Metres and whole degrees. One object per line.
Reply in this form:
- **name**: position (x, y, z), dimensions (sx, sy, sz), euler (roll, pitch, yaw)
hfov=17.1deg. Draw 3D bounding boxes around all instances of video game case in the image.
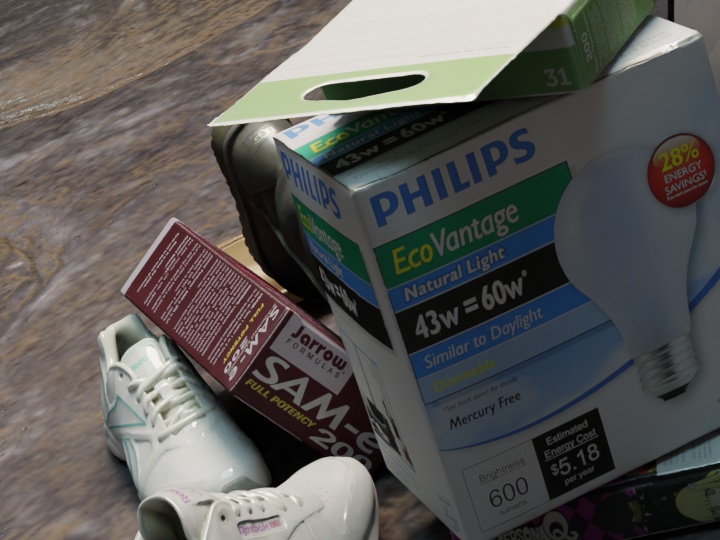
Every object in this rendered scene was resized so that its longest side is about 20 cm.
- **video game case**: position (0.141, 0.080, 1.278), dimensions (0.180, 0.036, 0.200), euler (-13, 23, 11)

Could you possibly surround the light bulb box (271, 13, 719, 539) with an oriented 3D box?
- **light bulb box**: position (0.088, -0.005, 1.202), dimensions (0.197, 0.201, 0.125), euler (-25, 23, -13)

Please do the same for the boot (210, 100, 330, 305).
- **boot**: position (-0.001, 0.002, 1.385), dimensions (0.073, 0.182, 0.200), euler (-44, 48, -7)

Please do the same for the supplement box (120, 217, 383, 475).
- **supplement box**: position (-0.056, 0.043, 1.399), dimensions (0.061, 0.109, 0.200), euler (-55, 28, -1)

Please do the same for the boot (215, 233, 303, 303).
- **boot**: position (-0.039, -0.028, 1.619), dimensions (0.199, 0.066, 0.175), euler (-26, 15, -7)

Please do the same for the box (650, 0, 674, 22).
- **box**: position (0.107, -0.104, 1.339), dimensions (0.049, 0.201, 0.161), euler (-20, 29, -32)

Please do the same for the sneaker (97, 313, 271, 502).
- **sneaker**: position (-0.114, 0.087, 1.395), dimensions (0.070, 0.081, 0.200), euler (-24, 25, -18)

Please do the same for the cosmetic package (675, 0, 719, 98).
- **cosmetic package**: position (0.171, -0.171, 1.459), dimensions (0.200, 0.200, 0.123), euler (-34, 27, -35)

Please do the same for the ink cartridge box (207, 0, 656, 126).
- **ink cartridge box**: position (0.038, -0.099, 1.133), dimensions (0.145, 0.048, 0.200), euler (-4, 28, 31)

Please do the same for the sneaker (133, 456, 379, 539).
- **sneaker**: position (-0.058, 0.139, 1.209), dimensions (0.075, 0.100, 0.200), euler (-2, 26, 37)
